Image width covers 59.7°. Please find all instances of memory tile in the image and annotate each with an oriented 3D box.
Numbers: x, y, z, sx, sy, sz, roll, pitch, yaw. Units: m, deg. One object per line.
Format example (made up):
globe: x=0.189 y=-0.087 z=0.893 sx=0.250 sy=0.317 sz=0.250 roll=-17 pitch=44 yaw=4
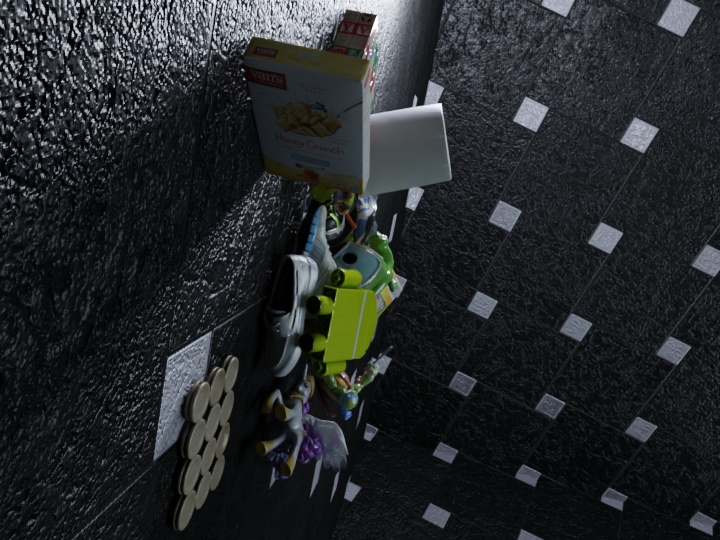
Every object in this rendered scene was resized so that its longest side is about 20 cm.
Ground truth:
memory tile: x=-0.205 y=0.222 z=0.831 sx=0.153 sy=0.017 sz=0.203 roll=-47 pitch=148 yaw=-75

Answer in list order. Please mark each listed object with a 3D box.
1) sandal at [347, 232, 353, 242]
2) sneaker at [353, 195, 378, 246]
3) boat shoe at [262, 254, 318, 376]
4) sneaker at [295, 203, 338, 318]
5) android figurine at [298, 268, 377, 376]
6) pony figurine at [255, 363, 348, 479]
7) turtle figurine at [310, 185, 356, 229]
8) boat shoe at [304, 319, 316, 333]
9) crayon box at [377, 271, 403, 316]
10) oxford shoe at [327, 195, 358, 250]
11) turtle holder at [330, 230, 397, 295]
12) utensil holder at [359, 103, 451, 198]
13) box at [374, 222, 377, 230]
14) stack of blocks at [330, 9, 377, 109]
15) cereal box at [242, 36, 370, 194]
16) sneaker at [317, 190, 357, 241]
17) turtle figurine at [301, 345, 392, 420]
sandal: x=-0.013 y=-0.103 z=1.509 sx=0.087 sy=0.078 sz=0.203 roll=-21 pitch=132 yaw=-84
sneaker: x=-0.001 y=-0.136 z=1.427 sx=0.076 sy=0.076 sz=0.203 roll=103 pitch=-5 yaw=-66
boat shoe: x=-0.128 y=0.071 z=1.009 sx=0.065 sy=0.073 sz=0.203 roll=11 pitch=91 yaw=-54
sneaker: x=-0.070 y=-0.012 z=1.085 sx=0.075 sy=0.085 sz=0.203 roll=-169 pitch=-93 yaw=-72
android figurine: x=-0.030 y=0.089 z=1.071 sx=0.199 sy=0.041 sz=0.185 roll=2 pitch=99 yaw=-59
pony figurine: x=-0.117 y=0.287 z=1.130 sx=0.200 sy=0.164 sz=0.196 roll=-34 pitch=121 yaw=-73
turtle figurine: x=-0.039 y=-0.162 z=1.084 sx=0.161 sy=0.063 sz=0.203 roll=-36 pitch=118 yaw=-66
boat shoe: x=-0.103 y=0.086 z=1.205 sx=0.072 sy=0.076 sz=0.200 roll=-44 pitch=-177 yaw=3
crayon box: x=0.003 y=0.065 z=1.484 sx=0.200 sy=0.058 sz=0.119 roll=-46 pitch=133 yaw=-19
oxford shoe: x=-0.041 y=-0.101 z=1.310 sx=0.201 sy=0.070 sz=0.072 roll=-71 pitch=174 yaw=-46
turtle holder: x=-0.001 y=0.003 z=1.264 sx=0.185 sy=0.132 sz=0.141 roll=-38 pitch=-169 yaw=-3
utensil holder: x=0.083 y=-0.252 z=1.316 sx=0.170 sy=0.197 sz=0.173 roll=-7 pitch=90 yaw=-79
box: x=0.001 y=-0.071 z=1.717 sx=0.200 sy=0.050 sz=0.160 roll=57 pitch=45 yaw=-79
stack of blocks: x=-0.010 y=-0.356 z=1.156 sx=0.201 sy=0.058 sz=0.117 roll=87 pitch=17 yaw=-63
cereal box: x=-0.059 y=-0.182 z=0.770 sx=0.201 sy=0.142 sz=0.040 roll=88 pitch=18 yaw=-59
sneaker: x=-0.064 y=-0.126 z=1.191 sx=0.201 sy=0.071 sz=0.084 roll=-68 pitch=144 yaw=-54
turtle figurine: x=-0.038 y=0.172 z=1.251 sx=0.194 sy=0.142 sz=0.203 roll=33 pitch=-50 yaw=56
